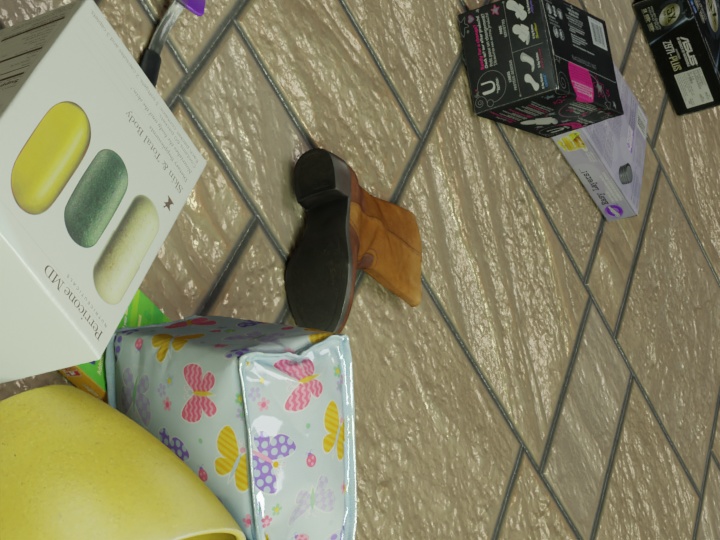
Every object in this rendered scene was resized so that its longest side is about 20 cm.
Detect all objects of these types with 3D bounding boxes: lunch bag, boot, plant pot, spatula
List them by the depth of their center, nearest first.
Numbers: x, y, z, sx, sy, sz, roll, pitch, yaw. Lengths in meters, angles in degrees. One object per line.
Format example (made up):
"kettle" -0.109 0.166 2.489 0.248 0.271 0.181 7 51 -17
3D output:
"plant pot" -0.193 0.159 0.979 0.200 0.200 0.142 5 49 -57
"lunch bag" -0.095 0.141 1.103 0.127 0.170 0.200 -11 103 -42
"spatula" -0.168 -0.196 1.297 0.057 0.021 0.200 35 51 -31
"boot" 0.000 0.000 1.474 0.200 0.068 0.188 35 41 -57

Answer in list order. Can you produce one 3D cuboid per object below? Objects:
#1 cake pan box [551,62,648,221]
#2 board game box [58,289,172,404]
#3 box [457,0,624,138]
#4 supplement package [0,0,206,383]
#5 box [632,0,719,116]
"cake pan box" 0.325 -0.198 2.067 0.184 0.052 0.200 51 39 -38
"board game box" -0.179 0.062 1.168 0.200 0.030 0.096 52 39 -38
"box" 0.218 -0.248 1.853 0.200 0.115 0.132 7 71 -58
"supplement package" -0.229 -0.048 1.013 0.152 0.151 0.200 56 36 -30
"box" 0.520 -0.370 2.416 0.200 0.086 0.164 64 32 -18
